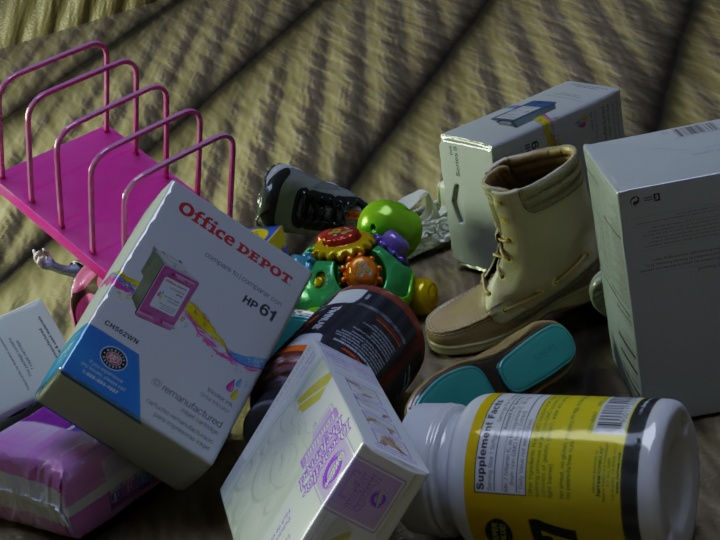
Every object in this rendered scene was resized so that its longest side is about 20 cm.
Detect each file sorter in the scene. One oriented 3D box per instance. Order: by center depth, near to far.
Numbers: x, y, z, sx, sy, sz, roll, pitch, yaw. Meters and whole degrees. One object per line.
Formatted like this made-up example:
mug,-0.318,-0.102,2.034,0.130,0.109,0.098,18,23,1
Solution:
file sorter,-0.222,-0.102,1.506,0.138,0.126,0.199,-30,52,-36

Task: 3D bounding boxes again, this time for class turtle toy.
turtle toy,0.000,0.000,1.644,0.144,0.102,0.200,1,24,30

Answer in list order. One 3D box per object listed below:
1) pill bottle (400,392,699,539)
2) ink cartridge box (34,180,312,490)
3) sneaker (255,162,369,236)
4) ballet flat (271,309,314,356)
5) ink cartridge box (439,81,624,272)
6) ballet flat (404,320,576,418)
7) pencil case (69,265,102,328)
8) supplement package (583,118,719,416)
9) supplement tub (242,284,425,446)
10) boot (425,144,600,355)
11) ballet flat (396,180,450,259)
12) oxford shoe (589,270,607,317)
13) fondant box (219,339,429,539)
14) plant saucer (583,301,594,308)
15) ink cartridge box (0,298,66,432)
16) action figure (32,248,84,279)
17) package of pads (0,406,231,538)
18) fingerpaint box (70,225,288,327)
pill bottle,0.130,0.145,1.175,0.198,0.116,0.114,0,23,27
ink cartridge box,-0.149,0.050,1.350,0.085,0.144,0.201,-42,18,56
sneaker,-0.047,-0.071,1.825,0.079,0.075,0.199,15,4,31
ballet flat,-0.100,0.075,1.564,0.198,0.070,0.070,-7,20,14
ink cartridge box,0.186,-0.098,1.744,0.199,0.147,0.087,-24,25,-33
ballet flat,0.103,0.104,1.400,0.199,0.069,0.063,-23,-4,-36
pencil case,-0.171,0.048,1.509,0.199,0.095,0.090,11,5,39
supplement package,0.298,-0.008,1.368,0.189,0.202,0.147,-10,20,0
supplement tub,-0.025,0.096,1.397,0.106,0.108,0.200,-1,22,25
boot,0.130,-0.018,1.512,0.198,0.156,0.073,-23,35,8
ballet flat,0.086,-0.062,1.818,0.199,0.073,0.071,-25,24,-34
oxford shoe,0.301,0.010,1.493,0.197,0.076,0.058,-5,42,-3
fondant box,-0.032,0.153,1.199,0.058,0.145,0.200,28,10,-20
plant saucer,0.269,-0.006,1.622,0.198,0.032,0.201,-11,20,4
ink cartridge box,-0.358,0.123,1.445,0.199,0.084,0.147,-26,-12,-34
action figure,-0.246,-0.048,1.686,0.147,0.135,0.200,18,-7,-3
package of pads,-0.217,0.146,1.409,0.120,0.077,0.199,10,29,37
fingerpaint box,-0.179,0.025,1.710,0.165,0.074,0.200,-4,22,19
